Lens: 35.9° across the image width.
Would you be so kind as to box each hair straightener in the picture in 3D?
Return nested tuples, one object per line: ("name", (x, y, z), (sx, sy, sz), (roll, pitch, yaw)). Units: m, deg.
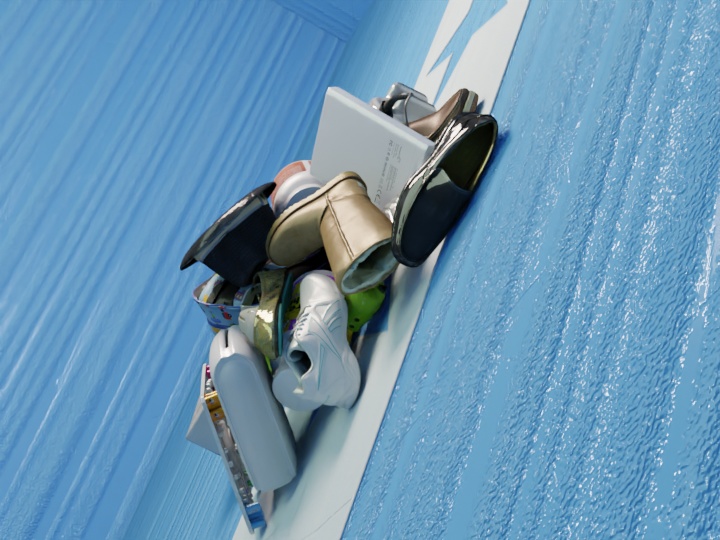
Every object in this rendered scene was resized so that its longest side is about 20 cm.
("hair straightener", (0.034, -0.159, 1.538), (0.041, 0.077, 0.201), (-13, -35, -43))

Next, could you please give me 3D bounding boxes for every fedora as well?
("fedora", (-0.162, -0.036, 1.563), (0.200, 0.092, 0.201), (-42, 1, 1))

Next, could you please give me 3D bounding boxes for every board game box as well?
("board game box", (-0.178, 0.242, 1.559), (0.026, 0.202, 0.200), (-19, 10, -4))

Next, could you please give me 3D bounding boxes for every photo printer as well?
("photo printer", (-0.146, 0.174, 1.484), (0.069, 0.202, 0.166), (-19, 11, -1))

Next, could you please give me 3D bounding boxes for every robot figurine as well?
("robot figurine", (0.036, -0.181, 1.684), (0.201, 0.112, 0.170), (-60, 26, 20))

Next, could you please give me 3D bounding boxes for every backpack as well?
("backpack", (-0.146, 0.047, 1.674), (0.200, 0.181, 0.136), (-39, -53, -52))

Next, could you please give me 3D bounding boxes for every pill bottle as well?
("pill bottle", (-0.078, -0.099, 1.676), (0.113, 0.111, 0.200), (-61, 11, 8))
("pill bottle", (-0.065, 0.096, 1.508), (0.105, 0.104, 0.201), (-55, 13, 35))

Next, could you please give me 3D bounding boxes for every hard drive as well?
("hard drive", (0.014, -0.150, 1.511), (0.027, 0.199, 0.133), (-13, -53, -43))

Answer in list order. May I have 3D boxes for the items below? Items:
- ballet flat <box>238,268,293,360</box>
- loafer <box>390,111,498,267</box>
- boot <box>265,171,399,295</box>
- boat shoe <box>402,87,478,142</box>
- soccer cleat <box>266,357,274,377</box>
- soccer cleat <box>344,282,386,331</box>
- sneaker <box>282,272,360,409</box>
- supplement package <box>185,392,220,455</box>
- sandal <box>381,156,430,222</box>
("ballet flat", (-0.126, 0.057, 1.448), (0.071, 0.070, 0.201), (-58, 13, 24))
("loafer", (0.097, -0.097, 1.288), (0.202, 0.072, 0.072), (-65, 15, -5))
("boot", (-0.039, -0.029, 1.405), (0.175, 0.066, 0.201), (-44, 32, 12))
("boat shoe", (0.086, -0.178, 1.531), (0.203, 0.074, 0.075), (-55, 13, 39))
("soccer cleat", (-0.101, 0.159, 1.658), (0.199, 0.081, 0.068), (0, 49, 55))
("soccer cleat", (0.000, 0.000, 1.498), (0.081, 0.067, 0.201), (-56, 15, 31))
("sneaker", (-0.057, 0.080, 1.390), (0.071, 0.079, 0.202), (120, 147, -41))
("supplement package", (-0.205, 0.215, 1.879), (0.118, 0.116, 0.200), (-58, 11, 22))
("sandal", (0.080, -0.080, 1.407), (0.203, 0.050, 0.083), (-49, 27, 8))
